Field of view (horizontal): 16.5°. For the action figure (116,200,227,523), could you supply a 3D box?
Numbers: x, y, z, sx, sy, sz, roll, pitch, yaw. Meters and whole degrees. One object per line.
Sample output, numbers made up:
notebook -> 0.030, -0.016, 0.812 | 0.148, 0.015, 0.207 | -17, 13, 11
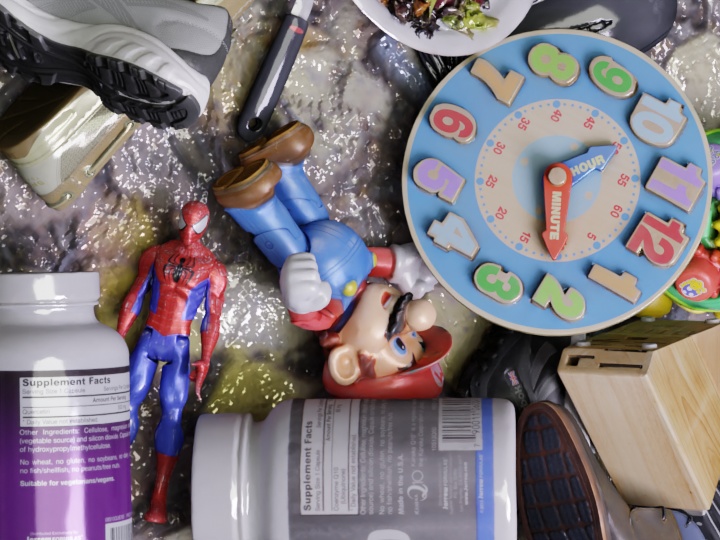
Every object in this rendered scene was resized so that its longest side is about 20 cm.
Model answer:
action figure -> -0.124, 0.055, 1.550 | 0.065, 0.052, 0.201 | 13, 89, 8

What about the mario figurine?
mario figurine -> 0.000, 0.000, 1.575 | 0.123, 0.106, 0.200 | -40, 109, -17

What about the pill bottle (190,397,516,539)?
pill bottle -> -0.003, 0.136, 1.552 | 0.199, 0.114, 0.114 | -1, 98, 3

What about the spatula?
spatula -> -0.037, -0.176, 1.580 | 0.056, 0.021, 0.201 | 22, 88, -29

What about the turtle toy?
turtle toy -> 0.228, -0.033, 1.675 | 0.199, 0.101, 0.146 | 4, 95, -24

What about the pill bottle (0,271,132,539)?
pill bottle -> -0.194, 0.101, 1.489 | 0.112, 0.112, 0.201 | -2, 91, -24

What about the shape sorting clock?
shape sorting clock -> 0.125, -0.058, 1.589 | 0.199, 0.039, 0.201 | 0, 81, 2

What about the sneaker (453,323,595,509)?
sneaker -> 0.105, 0.061, 1.650 | 0.087, 0.076, 0.201 | -4, 91, -8

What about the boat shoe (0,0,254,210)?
boat shoe -> -0.131, -0.122, 1.520 | 0.201, 0.073, 0.063 | -44, 122, -12

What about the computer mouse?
computer mouse -> 0.140, -0.130, 1.653 | 0.199, 0.046, 0.141 | -16, 102, -22

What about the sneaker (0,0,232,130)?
sneaker -> -0.165, -0.151, 1.461 | 0.200, 0.074, 0.079 | 24, 65, 16

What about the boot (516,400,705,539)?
boot -> 0.168, 0.170, 1.626 | 0.097, 0.075, 0.201 | -22, 95, -43

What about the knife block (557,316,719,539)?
knife block -> 0.201, 0.124, 1.651 | 0.200, 0.064, 0.176 | -14, 103, -62

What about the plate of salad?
plate of salad -> 0.051, -0.236, 1.573 | 0.200, 0.048, 0.201 | 8, 77, -38
